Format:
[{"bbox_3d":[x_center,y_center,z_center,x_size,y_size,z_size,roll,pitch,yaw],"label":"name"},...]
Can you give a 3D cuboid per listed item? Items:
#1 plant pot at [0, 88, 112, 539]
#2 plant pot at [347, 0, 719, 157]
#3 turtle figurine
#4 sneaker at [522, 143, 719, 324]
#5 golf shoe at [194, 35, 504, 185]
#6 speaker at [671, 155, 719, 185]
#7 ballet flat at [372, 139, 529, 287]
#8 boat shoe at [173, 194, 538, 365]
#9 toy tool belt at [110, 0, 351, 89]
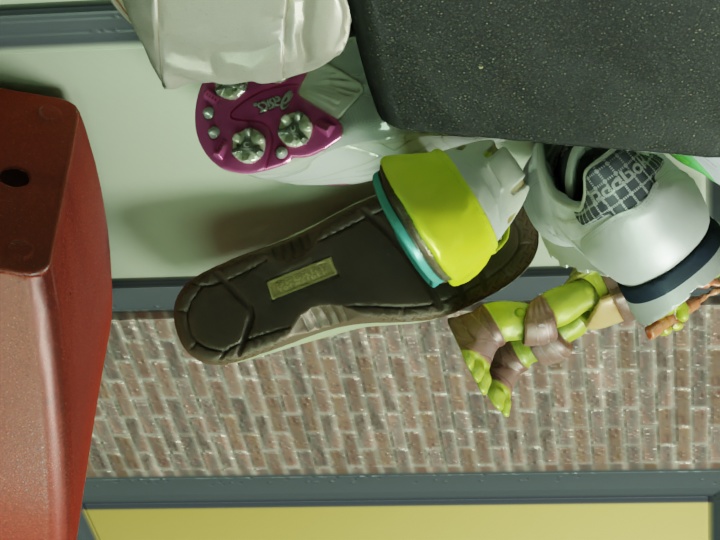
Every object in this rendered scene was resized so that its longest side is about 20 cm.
[{"bbox_3d":[-0.225,0.010,1.076,0.199,0.200,0.176,9,133,-7],"label":"plant pot"},{"bbox_3d":[0.083,-0.154,0.767,0.200,0.200,0.178,4,128,0],"label":"plant pot"},{"bbox_3d":[0.126,0.010,1.087,0.161,0.064,0.200,-27,169,5],"label":"turtle figurine"},{"bbox_3d":[0.112,-0.043,0.993,0.076,0.200,0.081,-43,107,-1],"label":"sneaker"},{"bbox_3d":[0.024,-0.084,1.026,0.200,0.075,0.092,-8,166,12],"label":"golf shoe"},{"bbox_3d":[0.144,-0.107,0.953,0.088,0.089,0.200,-28,133,36],"label":"speaker"},{"bbox_3d":[0.046,-0.031,0.996,0.067,0.067,0.200,-31,175,1],"label":"ballet flat"},{"bbox_3d":[0.000,0.000,1.141,0.200,0.072,0.076,-13,175,9],"label":"boat shoe"},{"bbox_3d":[-0.059,-0.180,0.862,0.125,0.123,0.200,-3,136,0],"label":"toy tool belt"}]
